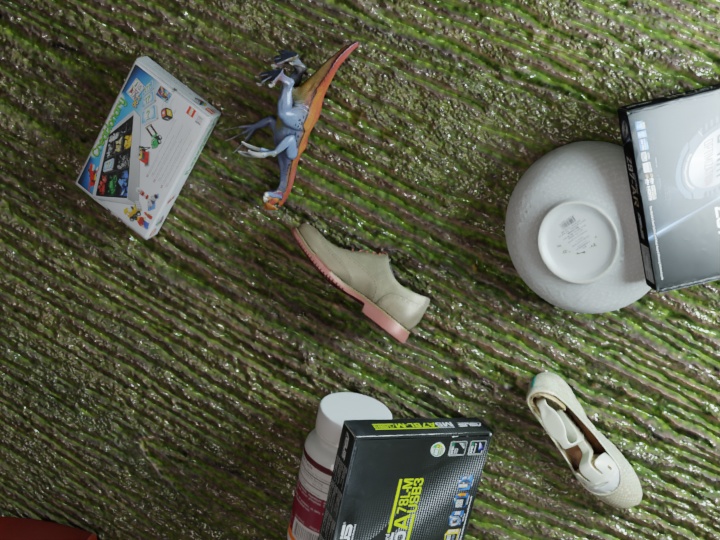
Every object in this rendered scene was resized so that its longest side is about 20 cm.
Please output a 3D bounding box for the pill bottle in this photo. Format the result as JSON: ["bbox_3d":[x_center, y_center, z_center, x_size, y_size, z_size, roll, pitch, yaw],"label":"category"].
[{"bbox_3d":[-0.024,0.267,1.682,0.113,0.114,0.203,19,112,16],"label":"pill bottle"}]

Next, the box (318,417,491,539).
[{"bbox_3d":[0.052,0.279,1.628,0.048,0.190,0.203,44,127,54],"label":"box"}]

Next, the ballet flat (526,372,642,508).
[{"bbox_3d":[0.262,0.214,1.575,0.067,0.062,0.201,-39,89,28],"label":"ballet flat"}]

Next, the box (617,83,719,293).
[{"bbox_3d":[0.372,-0.092,1.409,0.158,0.044,0.203,-12,102,-2],"label":"box"}]

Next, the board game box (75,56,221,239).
[{"bbox_3d":[-0.277,-0.157,1.701,0.126,0.035,0.201,37,116,8],"label":"board game box"}]

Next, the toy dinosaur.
[{"bbox_3d":[-0.083,-0.163,1.593,0.197,0.106,0.183,-7,124,12],"label":"toy dinosaur"}]

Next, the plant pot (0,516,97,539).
[{"bbox_3d":[-0.469,0.478,1.899,0.173,0.200,0.203,-9,103,14],"label":"plant pot"}]

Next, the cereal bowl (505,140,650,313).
[{"bbox_3d":[0.255,-0.041,1.488,0.197,0.083,0.203,7,110,20],"label":"cereal bowl"}]

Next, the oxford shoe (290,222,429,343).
[{"bbox_3d":[0.000,0.000,1.628,0.200,0.070,0.075,41,90,8],"label":"oxford shoe"}]
